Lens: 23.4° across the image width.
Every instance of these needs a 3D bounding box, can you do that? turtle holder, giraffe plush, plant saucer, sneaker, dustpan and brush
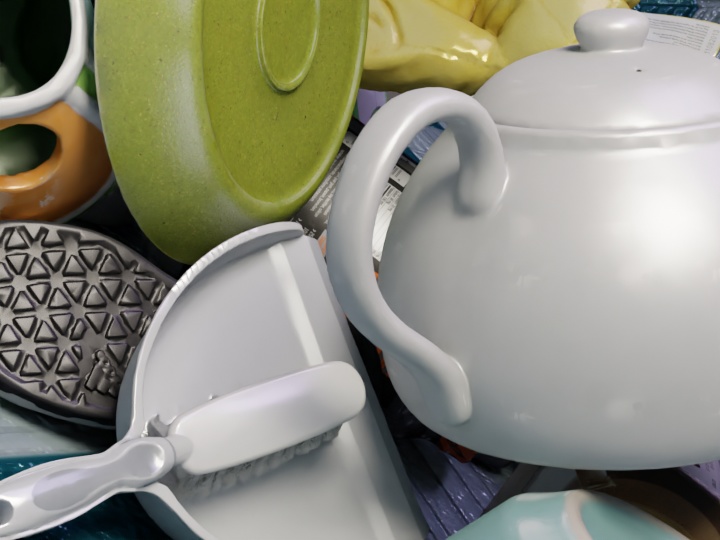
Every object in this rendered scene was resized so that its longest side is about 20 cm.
[{"bbox_3d":[-0.141,-0.106,0.669,0.140,0.187,0.132,14,-8,-12],"label":"turtle holder"},{"bbox_3d":[0.092,-0.090,0.851,0.200,0.173,0.162,35,-19,31],"label":"giraffe plush"},{"bbox_3d":[-0.040,-0.099,0.688,0.031,0.201,0.200,8,2,22],"label":"plant saucer"},{"bbox_3d":[-0.086,0.039,0.693,0.199,0.072,0.083,20,-20,-26],"label":"sneaker"},{"bbox_3d":[-0.058,0.062,0.610,0.199,0.057,0.140,-18,83,-36],"label":"dustpan and brush"}]

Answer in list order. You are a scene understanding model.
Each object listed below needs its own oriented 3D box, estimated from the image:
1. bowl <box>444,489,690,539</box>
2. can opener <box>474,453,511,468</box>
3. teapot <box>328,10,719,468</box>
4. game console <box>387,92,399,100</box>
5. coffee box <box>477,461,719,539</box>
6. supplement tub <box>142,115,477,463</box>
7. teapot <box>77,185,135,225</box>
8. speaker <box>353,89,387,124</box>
[{"bbox_3d":[0.088,0.152,0.600,0.200,0.105,0.201,34,12,-8],"label":"bowl"},{"bbox_3d":[0.075,0.055,1.026,0.066,0.053,0.200,33,13,-15],"label":"can opener"},{"bbox_3d":[0.093,-0.022,0.652,0.196,0.147,0.200,-4,17,4],"label":"teapot"},{"bbox_3d":[-0.073,-0.117,1.116,0.200,0.119,0.172,34,13,-4],"label":"game console"},{"bbox_3d":[0.148,0.149,0.743,0.200,0.113,0.080,37,12,1],"label":"coffee box"},{"bbox_3d":[0.000,0.000,0.875,0.200,0.123,0.123,37,13,2],"label":"supplement tub"},{"bbox_3d":[-0.150,-0.129,0.899,0.197,0.146,0.200,26,17,-34],"label":"teapot"},{"bbox_3d":[-0.029,-0.110,0.955,0.088,0.201,0.089,-5,30,3],"label":"speaker"}]
